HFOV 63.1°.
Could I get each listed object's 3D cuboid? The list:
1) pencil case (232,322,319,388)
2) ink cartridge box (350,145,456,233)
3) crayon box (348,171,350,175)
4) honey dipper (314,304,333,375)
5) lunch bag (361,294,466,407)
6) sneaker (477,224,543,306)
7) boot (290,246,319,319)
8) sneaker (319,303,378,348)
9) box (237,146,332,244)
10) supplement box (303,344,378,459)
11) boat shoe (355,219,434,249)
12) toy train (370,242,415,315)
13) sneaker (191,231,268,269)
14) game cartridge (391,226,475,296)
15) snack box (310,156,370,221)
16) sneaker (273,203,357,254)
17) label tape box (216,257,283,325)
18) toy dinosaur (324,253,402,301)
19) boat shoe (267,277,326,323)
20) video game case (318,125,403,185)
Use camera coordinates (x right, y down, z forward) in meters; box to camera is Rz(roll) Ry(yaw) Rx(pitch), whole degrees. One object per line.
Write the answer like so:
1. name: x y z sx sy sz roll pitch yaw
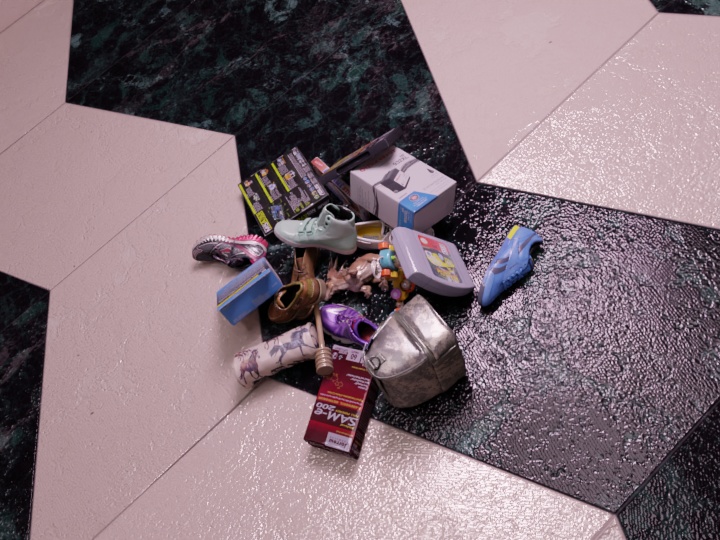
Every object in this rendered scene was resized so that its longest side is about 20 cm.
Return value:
1. pencil case: -0.175 0.184 1.268 0.196 0.090 0.079 -23 66 1
2. ink cartridge box: 0.092 -0.178 1.301 0.144 0.085 0.199 -35 55 -28
3. crayon box: 0.076 -0.209 1.427 0.125 0.052 0.201 -38 58 -5
4. honey dipper: -0.085 0.125 1.243 0.037 0.038 0.203 -16 50 8
5. lunch bag: 0.096 0.169 1.123 0.167 0.201 0.140 -38 57 -8
6. sneaker: 0.315 -0.003 1.230 0.077 0.066 0.202 27 73 24
7. boot: -0.138 0.012 1.358 0.072 0.076 0.204 -4 62 12
8. sneaker: -0.012 0.115 1.255 0.197 0.084 0.082 22 69 29
9. box: -0.197 -0.197 1.510 0.191 0.048 0.201 -34 58 -1
10. supplement box: -0.031 0.264 1.192 0.106 0.061 0.204 8 65 22
11. boat shoe: 0.066 -0.089 1.336 0.197 0.086 0.076 4 74 20
12. toy train: 0.081 0.040 1.221 0.054 0.203 0.152 -8 34 19
13. sneaker: -0.327 -0.042 1.443 0.195 0.081 0.076 -3 63 15
14. game cartridge: 0.155 -0.012 1.217 0.041 0.197 0.136 -39 54 35
15. snack box: -0.050 -0.202 1.449 0.024 0.072 0.200 -39 58 -8
16. sneaker: -0.100 -0.111 1.314 0.195 0.120 0.075 10 46 7
17. label tape box: -0.248 0.050 1.311 0.143 0.064 0.200 -37 17 -5
18. toy dinosaur: 0.000 0.000 1.323 0.196 0.088 0.135 -23 20 -15
19. boat shoe: -0.158 0.061 1.283 0.199 0.067 0.074 -34 60 43
20. video game case: 0.005 -0.269 1.368 0.178 0.026 0.200 -26 13 21
